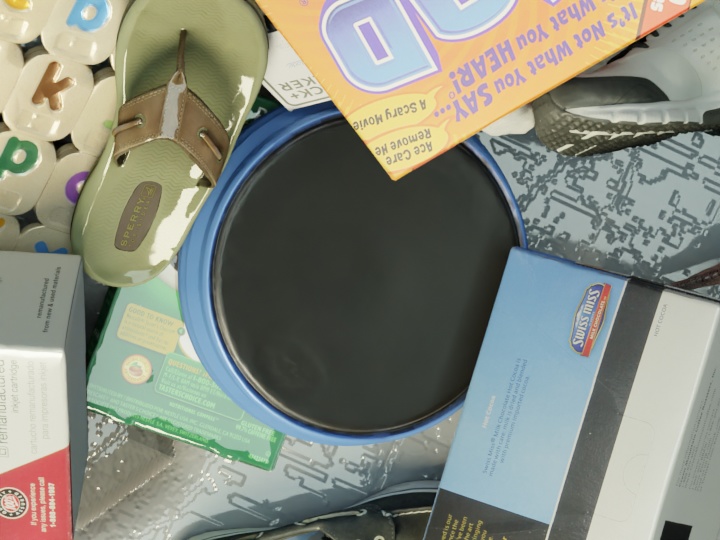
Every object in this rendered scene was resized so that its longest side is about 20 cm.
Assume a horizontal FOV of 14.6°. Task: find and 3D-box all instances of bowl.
[{"bbox_3d":[0.000,0.000,1.546,0.200,0.039,0.201,-3,99,-17],"label":"bowl"}]

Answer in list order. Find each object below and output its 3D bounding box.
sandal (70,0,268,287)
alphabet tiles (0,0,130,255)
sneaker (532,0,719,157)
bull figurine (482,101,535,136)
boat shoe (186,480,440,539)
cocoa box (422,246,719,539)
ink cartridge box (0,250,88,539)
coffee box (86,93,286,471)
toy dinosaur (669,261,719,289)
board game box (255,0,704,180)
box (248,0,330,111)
[{"bbox_3d":[-0.098,-0.066,1.462,0.080,0.057,0.201,10,123,-13],"label":"sandal"},{"bbox_3d":[-0.176,-0.074,1.483,0.200,0.015,0.196,16,117,-25],"label":"alphabet tiles"},{"bbox_3d":[0.171,-0.112,1.565,0.200,0.074,0.080,-11,87,-38],"label":"sneaker"},{"bbox_3d":[0.088,-0.170,1.563,0.121,0.065,0.200,40,76,-8],"label":"bull figurine"},{"bbox_3d":[-0.013,0.168,1.593,0.200,0.057,0.069,-11,97,-6],"label":"boat shoe"},{"bbox_3d":[0.134,0.104,1.540,0.131,0.133,0.200,16,89,28],"label":"cocoa box"},{"bbox_3d":[-0.250,0.066,1.498,0.200,0.083,0.146,3,129,1],"label":"ink cartridge box"},{"bbox_3d":[-0.072,0.000,1.576,0.123,0.044,0.200,19,93,-10],"label":"coffee box"},{"bbox_3d":[0.283,0.018,1.577,0.200,0.136,0.086,20,93,-8],"label":"toy dinosaur"},{"bbox_3d":[0.060,-0.207,1.372,0.200,0.200,0.200,-29,106,31],"label":"board game box"},{"bbox_3d":[-0.059,-0.186,1.465,0.060,0.200,0.117,-14,54,28],"label":"box"}]
